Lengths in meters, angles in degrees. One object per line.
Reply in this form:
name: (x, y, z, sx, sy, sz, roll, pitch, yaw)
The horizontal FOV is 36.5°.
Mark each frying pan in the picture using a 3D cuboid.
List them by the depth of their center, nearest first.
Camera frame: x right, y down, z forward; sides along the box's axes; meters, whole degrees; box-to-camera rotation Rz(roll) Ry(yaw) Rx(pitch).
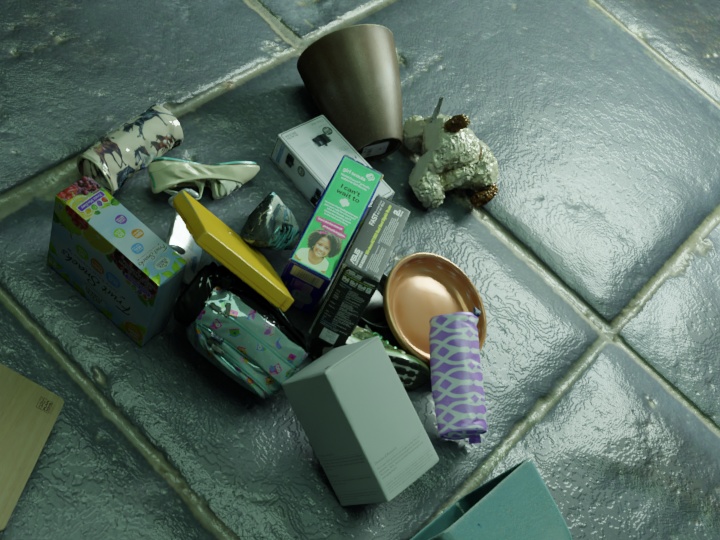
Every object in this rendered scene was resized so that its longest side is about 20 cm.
frying pan: (0.049, 0.046, 1.799, 0.189, 0.031, 0.116, 1, 57, -37)

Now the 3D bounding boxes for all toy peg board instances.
toy peg board: (-0.517, 0.214, 1.389, 0.198, 0.098, 0.201, 33, 47, -18)

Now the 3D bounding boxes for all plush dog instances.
plush dog: (0.185, -0.208, 1.996, 0.171, 0.160, 0.201, 24, 43, -37)

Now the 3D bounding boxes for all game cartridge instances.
game cartridge: (-0.187, -0.028, 1.586, 0.176, 0.032, 0.200, 40, 5, -27)

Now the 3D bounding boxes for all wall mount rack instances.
wall mount rack: (-0.235, -0.029, 1.705, 0.173, 0.074, 0.201, 39, 41, -34)

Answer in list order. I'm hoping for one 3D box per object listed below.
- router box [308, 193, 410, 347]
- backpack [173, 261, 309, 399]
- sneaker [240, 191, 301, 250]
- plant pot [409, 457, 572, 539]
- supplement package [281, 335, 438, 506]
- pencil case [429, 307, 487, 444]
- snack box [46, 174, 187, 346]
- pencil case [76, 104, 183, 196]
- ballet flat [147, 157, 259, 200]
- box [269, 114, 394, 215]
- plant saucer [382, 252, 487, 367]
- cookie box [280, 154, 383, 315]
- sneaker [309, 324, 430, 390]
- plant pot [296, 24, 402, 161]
router box: (0.000, 0.000, 1.662, 0.062, 0.150, 0.201, 26, 38, -1)
backpack: (-0.173, 0.088, 1.578, 0.200, 0.167, 0.127, 40, 90, -9)
sneaker: (-0.130, -0.070, 1.731, 0.086, 0.078, 0.200, 41, 12, -8)
plant pot: (0.181, 0.413, 1.480, 0.196, 0.196, 0.201, -29, 80, -38)
supplement package: (-0.001, 0.214, 1.543, 0.117, 0.117, 0.201, -30, 97, -38)
pencil case: (0.151, 0.162, 1.691, 0.083, 0.085, 0.202, -8, 71, 20)
snack box: (-0.353, -0.011, 1.569, 0.200, 0.169, 0.068, 41, 52, 9)
pencil case: (-0.368, -0.191, 1.763, 0.077, 0.090, 0.200, 17, 42, 27)
ballet flat: (-0.254, -0.146, 1.792, 0.198, 0.070, 0.070, -1, 55, -33)
box: (-0.050, -0.166, 1.898, 0.116, 0.060, 0.200, -31, 71, -38)
plant saucer: (0.117, 0.069, 1.783, 0.199, 0.037, 0.202, 15, 59, -27)
cookie box: (-0.052, -0.053, 1.703, 0.075, 0.171, 0.201, 27, 66, -3)
sneaker: (0.021, 0.119, 1.707, 0.198, 0.077, 0.089, 23, 40, -10)
plant pot: (0.000, -0.305, 1.969, 0.185, 0.187, 0.202, -9, 73, -29)
